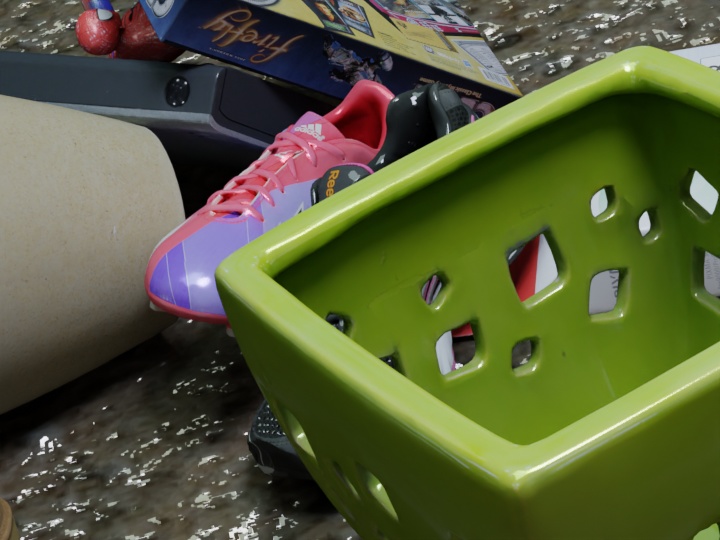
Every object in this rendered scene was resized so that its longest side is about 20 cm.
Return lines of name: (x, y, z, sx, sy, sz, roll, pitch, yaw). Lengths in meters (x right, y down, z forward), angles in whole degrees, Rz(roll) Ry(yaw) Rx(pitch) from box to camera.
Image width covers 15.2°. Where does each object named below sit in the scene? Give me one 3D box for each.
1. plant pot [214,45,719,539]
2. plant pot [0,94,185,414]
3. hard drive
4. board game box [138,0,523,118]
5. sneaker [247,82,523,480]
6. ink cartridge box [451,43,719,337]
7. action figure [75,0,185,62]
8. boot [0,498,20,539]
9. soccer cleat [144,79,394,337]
plant pot: (0.094, 0.061, 0.931, 0.200, 0.182, 0.199, -28, 32, -20)
plant pot: (-0.185, -0.008, 1.204, 0.199, 0.188, 0.187, -9, 26, -22)
hard drive: (-0.111, -0.078, 1.325, 0.199, 0.033, 0.139, 7, -5, 34)
board game box: (-0.029, -0.134, 1.303, 0.200, 0.035, 0.136, 16, 31, -37)
sneaker: (0.000, 0.000, 1.145, 0.080, 0.086, 0.200, -6, 41, 37)
ink cartridge box: (0.100, -0.038, 1.226, 0.199, 0.050, 0.161, -7, 31, 11)
action figure: (-0.082, -0.151, 1.378, 0.065, 0.099, 0.200, -32, -8, 39)
boot: (-0.197, 0.068, 1.037, 0.066, 0.201, 0.175, -11, 30, 9)
soccer cleat: (-0.036, -0.030, 1.194, 0.067, 0.077, 0.200, 19, 22, 19)
